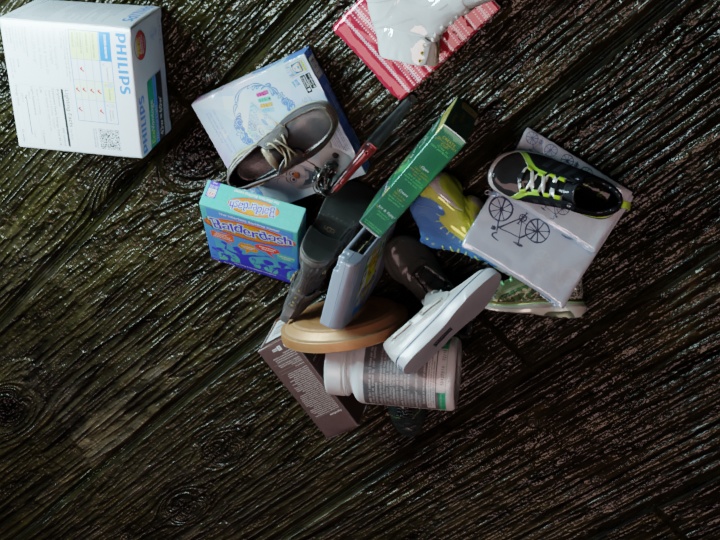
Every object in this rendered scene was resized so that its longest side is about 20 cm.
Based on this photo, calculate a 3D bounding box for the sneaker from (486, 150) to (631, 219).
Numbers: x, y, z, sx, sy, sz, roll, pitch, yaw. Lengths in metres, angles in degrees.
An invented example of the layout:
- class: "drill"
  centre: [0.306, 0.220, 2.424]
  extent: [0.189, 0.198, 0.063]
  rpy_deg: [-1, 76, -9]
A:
- class: "sneaker"
  centre: [0.275, -0.121, 1.390]
  extent: [0.199, 0.083, 0.072]
  rpy_deg: [12, 93, -4]

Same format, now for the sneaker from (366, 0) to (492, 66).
- class: "sneaker"
  centre: [0.110, -0.332, 1.337]
  extent: [0.199, 0.074, 0.116]
  rpy_deg: [0, 118, 25]

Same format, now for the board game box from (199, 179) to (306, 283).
- class: "board game box"
  centre: [-0.159, -0.054, 1.540]
  extent: [0.151, 0.045, 0.200]
  rpy_deg: [17, 157, 5]

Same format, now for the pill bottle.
- class: "pill bottle"
  centre: [0.051, 0.150, 1.541]
  extent: [0.199, 0.113, 0.114]
  rpy_deg: [3, 120, 11]

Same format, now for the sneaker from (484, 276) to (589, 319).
- class: "sneaker"
  centre: [0.251, 0.023, 1.542]
  extent: [0.199, 0.077, 0.089]
  rpy_deg: [5, 89, 13]

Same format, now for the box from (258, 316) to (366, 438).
- class: "box"
  centre: [-0.073, 0.167, 1.674]
  extent: [0.075, 0.100, 0.200]
  rpy_deg: [-28, 108, 28]

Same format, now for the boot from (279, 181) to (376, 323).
- class: "boot"
  centre: [-0.056, -0.028, 1.537]
  extent: [0.069, 0.200, 0.174]
  rpy_deg: [34, 145, 7]

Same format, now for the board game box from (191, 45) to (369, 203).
- class: "board game box"
  centre: [-0.118, -0.203, 1.505]
  extent: [0.198, 0.043, 0.201]
  rpy_deg: [-19, 113, 21]

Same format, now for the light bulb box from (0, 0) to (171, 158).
- class: "light bulb box"
  centre: [-0.397, -0.283, 1.482]
  extent: [0.199, 0.125, 0.199]
  rpy_deg: [7, 120, 10]

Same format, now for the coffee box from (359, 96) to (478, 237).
- class: "coffee box"
  centre: [0.084, -0.148, 1.441]
  extent: [0.044, 0.123, 0.200]
  rpy_deg: [39, 122, -6]

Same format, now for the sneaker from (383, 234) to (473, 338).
- class: "sneaker"
  centre: [0.112, 0.024, 1.536]
  extent: [0.076, 0.091, 0.200]
  rpy_deg: [-43, 114, -4]

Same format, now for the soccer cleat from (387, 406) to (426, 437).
- class: "soccer cleat"
  centre: [0.072, 0.203, 1.667]
  extent: [0.067, 0.081, 0.201]
  rpy_deg: [4, 120, 12]

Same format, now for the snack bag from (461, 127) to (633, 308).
- class: "snack bag"
  centre: [0.264, -0.073, 1.448]
  extent: [0.188, 0.021, 0.200]
  rpy_deg: [31, 95, -6]

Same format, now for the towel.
- class: "towel"
  centre: [0.074, -0.347, 1.387]
  extent: [0.200, 0.023, 0.145]
  rpy_deg: [-39, 102, 27]

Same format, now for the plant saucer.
- class: "plant saucer"
  centre: [-0.025, 0.077, 1.553]
  extent: [0.199, 0.200, 0.032]
  rpy_deg: [-5, 105, 17]

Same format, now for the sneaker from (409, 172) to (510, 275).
- class: "sneaker"
  centre: [0.155, -0.056, 1.514]
  extent: [0.200, 0.076, 0.105]
  rpy_deg: [47, 134, -8]

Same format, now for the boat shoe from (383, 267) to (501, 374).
- class: "boat shoe"
  centre: [0.116, 0.061, 1.467]
  extent: [0.200, 0.072, 0.066]
  rpy_deg: [-47, 61, 5]

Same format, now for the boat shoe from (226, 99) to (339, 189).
- class: "boat shoe"
  centre: [-0.113, -0.170, 1.453]
  extent: [0.200, 0.073, 0.075]
  rpy_deg: [-34, 108, 28]

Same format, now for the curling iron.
- class: "curling iron"
  centre: [0.007, -0.180, 1.455]
  extent: [0.200, 0.026, 0.050]
  rpy_deg: [-41, 135, 5]

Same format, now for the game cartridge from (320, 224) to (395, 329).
- class: "game cartridge"
  centre: [0.000, 0.000, 1.500]
  extent: [0.040, 0.200, 0.134]
  rpy_deg: [25, 124, 9]
